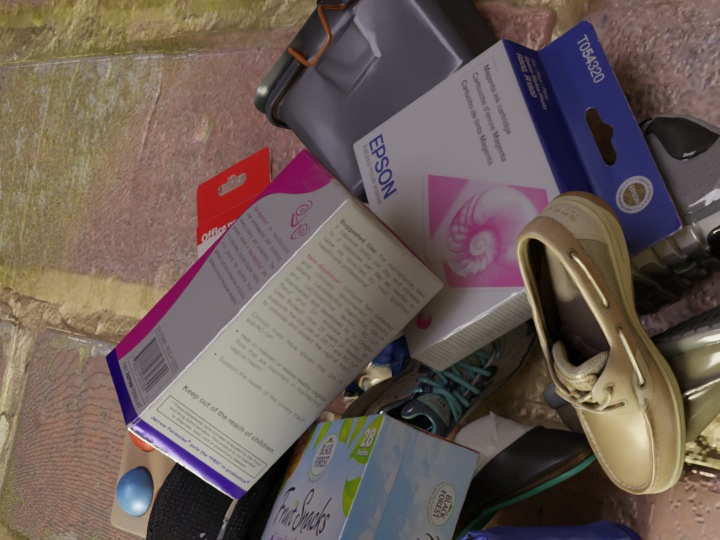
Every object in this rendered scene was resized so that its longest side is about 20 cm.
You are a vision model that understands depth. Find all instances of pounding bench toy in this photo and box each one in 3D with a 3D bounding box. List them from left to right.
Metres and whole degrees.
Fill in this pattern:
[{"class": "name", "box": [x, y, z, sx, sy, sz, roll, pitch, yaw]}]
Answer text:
[{"class": "pounding bench toy", "box": [-0.094, 0.171, 0.973, 0.200, 0.156, 0.125, 4, 83, 46]}]

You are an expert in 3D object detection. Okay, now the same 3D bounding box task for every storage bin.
[{"class": "storage bin", "box": [0.024, -0.154, 0.957, 0.200, 0.145, 0.134, -49, 60, 26]}]

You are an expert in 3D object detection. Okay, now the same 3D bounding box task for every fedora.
[{"class": "fedora", "box": [-0.098, 0.193, 0.856, 0.091, 0.201, 0.201, 16, 92, 21]}]

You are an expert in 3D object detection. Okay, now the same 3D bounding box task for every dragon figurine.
[{"class": "dragon figurine", "box": [0.021, 0.057, 0.952, 0.200, 0.059, 0.100, -10, 71, 40]}]

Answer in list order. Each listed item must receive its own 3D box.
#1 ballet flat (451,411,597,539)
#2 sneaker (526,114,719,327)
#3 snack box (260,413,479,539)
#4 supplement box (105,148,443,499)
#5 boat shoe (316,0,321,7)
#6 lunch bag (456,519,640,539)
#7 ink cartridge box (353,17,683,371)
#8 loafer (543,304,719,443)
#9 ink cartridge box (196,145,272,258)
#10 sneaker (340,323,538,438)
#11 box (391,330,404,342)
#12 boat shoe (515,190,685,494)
[{"class": "ballet flat", "box": [0.085, 0.146, 0.824, 0.068, 0.068, 0.200, 55, 138, 12]}, {"class": "sneaker", "box": [0.191, -0.040, 0.803, 0.200, 0.075, 0.116, -27, 56, 27]}, {"class": "snack box", "box": [-0.015, 0.177, 0.702, 0.169, 0.068, 0.200, -69, 12, -13]}, {"class": "supplement box", "box": [-0.060, 0.033, 0.776, 0.200, 0.103, 0.101, -47, 31, 5]}, {"class": "boat shoe", "box": [0.020, -0.297, 1.021, 0.074, 0.066, 0.200, 31, 93, 54]}, {"class": "lunch bag", "box": [0.085, 0.247, 0.760, 0.127, 0.170, 0.200, 44, 112, 39]}, {"class": "ink cartridge box", "box": [0.097, -0.061, 0.813, 0.200, 0.043, 0.197, -34, 51, 26]}, {"class": "loafer", "box": [0.212, 0.071, 0.755, 0.200, 0.075, 0.070, -29, 86, 45]}, {"class": "ink cartridge box", "box": [-0.089, 0.001, 1.075, 0.116, 0.067, 0.201, -23, 64, 40]}, {"class": "sneaker", "box": [0.064, 0.087, 0.849, 0.200, 0.078, 0.086, -48, 7, 9]}, {"class": "box", "box": [0.000, 0.000, 0.933, 0.041, 0.039, 0.200, -33, 24, 6]}, {"class": "boat shoe", "box": [0.141, 0.055, 0.708, 0.072, 0.065, 0.200, -3, 112, 44]}]
